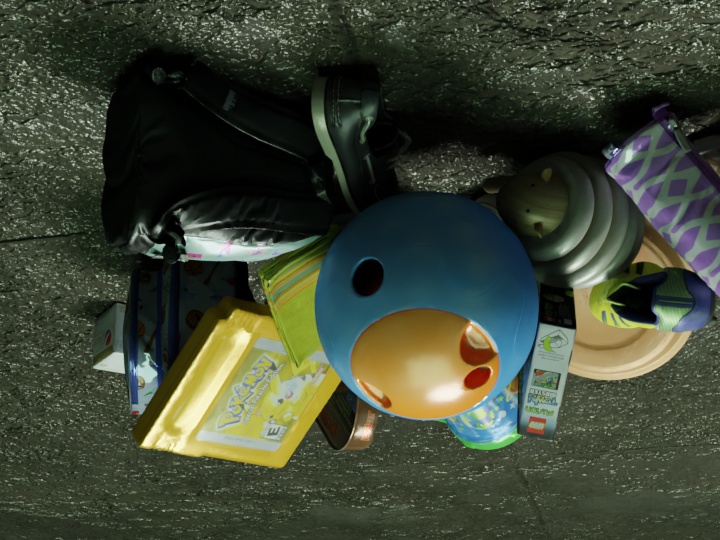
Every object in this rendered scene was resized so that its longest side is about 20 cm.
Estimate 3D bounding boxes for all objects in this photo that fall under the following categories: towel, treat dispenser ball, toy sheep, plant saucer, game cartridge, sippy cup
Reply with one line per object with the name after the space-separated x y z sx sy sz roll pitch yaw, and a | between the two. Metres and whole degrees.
-0.044 0.027 1.430 0.086 0.018 0.200 -32 154 -10 | towel
0.059 0.031 1.335 0.199 0.203 0.201 -1 158 0 | treat dispenser ball
0.196 -0.045 1.410 0.137 0.139 0.199 -20 158 39 | toy sheep
0.243 0.023 1.529 0.198 0.032 0.202 8 118 15 | plant saucer
-0.111 0.118 1.527 0.199 0.032 0.177 15 114 -47 | game cartridge
0.138 0.132 1.851 0.178 0.140 0.130 -44 136 3 | sippy cup

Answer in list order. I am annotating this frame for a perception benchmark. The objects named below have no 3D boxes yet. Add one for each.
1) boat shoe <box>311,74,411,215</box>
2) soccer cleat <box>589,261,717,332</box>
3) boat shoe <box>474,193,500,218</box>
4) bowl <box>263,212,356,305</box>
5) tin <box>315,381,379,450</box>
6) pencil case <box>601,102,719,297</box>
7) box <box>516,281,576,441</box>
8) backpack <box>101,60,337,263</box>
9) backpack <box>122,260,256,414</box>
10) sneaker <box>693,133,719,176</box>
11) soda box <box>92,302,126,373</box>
0.012 -0.104 1.328 0.062 0.073 0.200 -4 153 15 | boat shoe
0.255 0.022 1.410 0.083 0.065 0.200 5 179 -19 | soccer cleat
0.128 0.024 1.520 0.072 0.068 0.202 20 128 31 | boat shoe
0.000 0.000 1.556 0.199 0.091 0.201 -1 157 0 | bowl
-0.024 0.133 1.769 0.041 0.200 0.113 8 112 -24 | tin
0.303 -0.052 1.321 0.084 0.200 0.086 -32 167 -46 | pencil case
0.176 0.070 1.429 0.034 0.111 0.200 11 -163 3 | box
-0.120 -0.081 1.299 0.198 0.169 0.126 7 174 -34 | backpack
-0.177 0.062 1.596 0.152 0.201 0.191 1 142 -17 | backpack
0.344 -0.080 1.372 0.075 0.093 0.200 9 156 -24 | sneaker
-0.218 0.095 1.816 0.198 0.064 0.068 13 154 -30 | soda box
